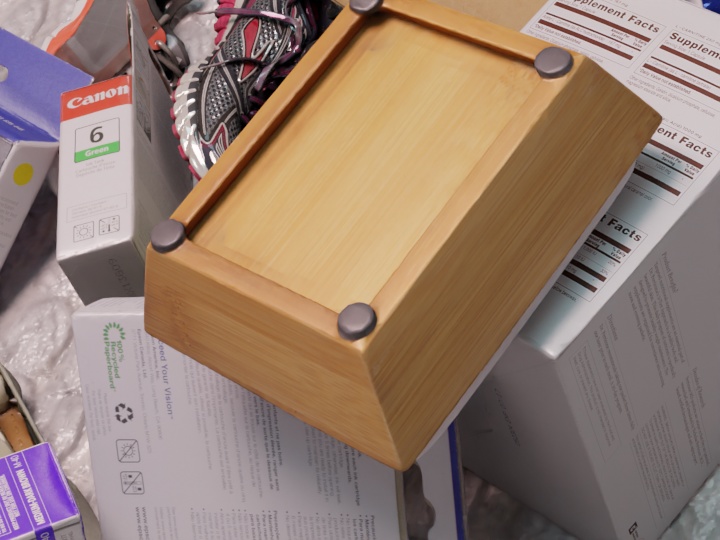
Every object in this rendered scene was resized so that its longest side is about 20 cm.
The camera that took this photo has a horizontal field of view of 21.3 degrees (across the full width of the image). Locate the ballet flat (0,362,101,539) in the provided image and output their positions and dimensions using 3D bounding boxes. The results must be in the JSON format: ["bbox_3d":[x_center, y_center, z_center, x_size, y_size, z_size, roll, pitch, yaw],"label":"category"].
[{"bbox_3d":[-0.200,0.115,1.071,0.067,0.064,0.200,-32,49,-7],"label":"ballet flat"}]

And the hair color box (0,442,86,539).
[{"bbox_3d":[-0.226,0.171,0.925,0.198,0.110,0.065,-19,40,-13],"label":"hair color box"}]

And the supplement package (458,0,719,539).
[{"bbox_3d":[0.123,-0.003,0.956,0.147,0.192,0.200,30,67,36],"label":"supplement package"}]

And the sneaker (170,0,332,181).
[{"bbox_3d":[-0.060,-0.123,1.188,0.074,0.081,0.201,-16,46,33],"label":"sneaker"}]

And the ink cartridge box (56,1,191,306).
[{"bbox_3d":[-0.140,-0.053,1.153,0.050,0.109,0.201,-15,48,8],"label":"ink cartridge box"}]

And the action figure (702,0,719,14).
[{"bbox_3d":[0.187,-0.145,1.148,0.198,0.052,0.066,-10,55,16],"label":"action figure"}]

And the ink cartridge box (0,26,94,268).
[{"bbox_3d":[-0.284,-0.070,1.216,0.197,0.047,0.201,28,94,37],"label":"ink cartridge box"}]

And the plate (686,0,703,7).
[{"bbox_3d":[0.103,-0.136,1.118,0.198,0.032,0.202,-12,91,12],"label":"plate"}]

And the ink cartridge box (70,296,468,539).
[{"bbox_3d":[-0.036,0.110,0.937,0.198,0.202,0.041,0,15,21],"label":"ink cartridge box"}]

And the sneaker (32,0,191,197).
[{"bbox_3d":[-0.156,-0.134,1.252,0.081,0.077,0.201,3,54,13],"label":"sneaker"}]

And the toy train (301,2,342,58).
[{"bbox_3d":[-0.018,-0.112,1.145,0.045,0.034,0.201,-7,45,40],"label":"toy train"}]

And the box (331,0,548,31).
[{"bbox_3d":[0.073,-0.192,1.094,0.199,0.021,0.164,35,100,9],"label":"box"}]

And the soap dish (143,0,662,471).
[{"bbox_3d":[0.012,-0.029,0.840,0.157,0.081,0.201,25,68,35],"label":"soap dish"}]
